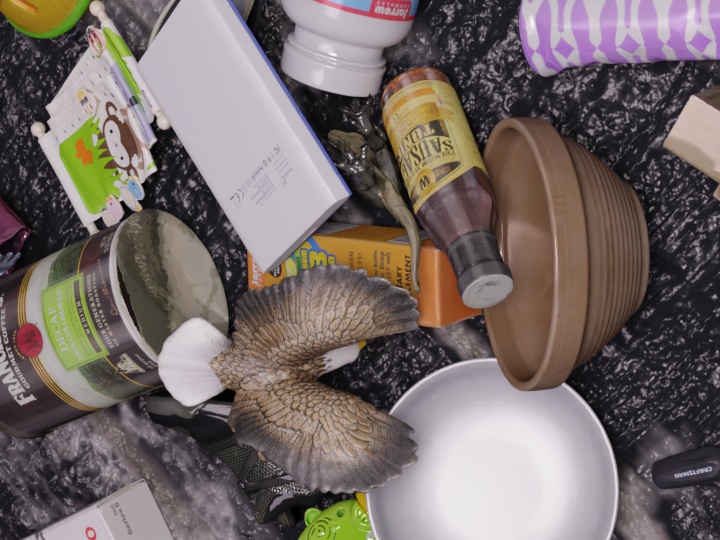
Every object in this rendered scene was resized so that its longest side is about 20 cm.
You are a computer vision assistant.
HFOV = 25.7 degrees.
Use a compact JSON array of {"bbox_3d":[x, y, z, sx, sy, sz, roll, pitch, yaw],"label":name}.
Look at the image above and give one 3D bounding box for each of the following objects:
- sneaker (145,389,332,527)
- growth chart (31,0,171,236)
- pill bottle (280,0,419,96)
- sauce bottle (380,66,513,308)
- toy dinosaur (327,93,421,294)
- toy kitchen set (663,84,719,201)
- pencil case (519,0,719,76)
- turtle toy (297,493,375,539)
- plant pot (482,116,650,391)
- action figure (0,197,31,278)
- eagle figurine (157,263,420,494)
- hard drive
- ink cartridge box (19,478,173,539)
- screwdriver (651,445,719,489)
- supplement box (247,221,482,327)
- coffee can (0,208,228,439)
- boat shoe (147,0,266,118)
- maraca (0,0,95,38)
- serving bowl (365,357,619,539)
[{"bbox_3d":[-0.103,0.162,1.376,0.197,0.076,0.116,9,99,20],"label":"sneaker"},{"bbox_3d":[-0.226,-0.121,1.383,0.145,0.018,0.200,55,138,11],"label":"growth chart"},{"bbox_3d":[0.000,-0.243,1.214,0.108,0.109,0.202,23,111,22],"label":"pill bottle"},{"bbox_3d":[0.068,-0.064,1.192,0.066,0.066,0.201,-42,48,28],"label":"sauce bottle"},{"bbox_3d":[0.010,-0.076,1.210,0.047,0.201,0.089,-25,130,2],"label":"toy dinosaur"},{"bbox_3d":[0.271,0.001,1.093,0.199,0.163,0.182,35,115,17],"label":"toy kitchen set"},{"bbox_3d":[0.210,-0.180,1.135,0.198,0.084,0.086,1,137,30],"label":"pencil case"},{"bbox_3d":[0.022,0.276,1.318,0.146,0.101,0.200,-42,79,2],"label":"turtle toy"},{"bbox_3d":[0.154,-0.014,1.169,0.092,0.201,0.203,-4,102,-12],"label":"plant pot"},{"bbox_3d":[-0.382,-0.072,1.480,0.201,0.133,0.149,60,163,18],"label":"action figure"},{"bbox_3d":[-0.046,0.077,1.229,0.152,0.151,0.199,49,160,-23],"label":"eagle figurine"},{"bbox_3d":[-0.095,-0.112,1.239,0.201,0.025,0.132,58,142,7],"label":"hard drive"},{"bbox_3d":[-0.261,0.305,1.485,0.199,0.084,0.147,-28,88,30],"label":"ink cartridge box"},{"bbox_3d":[0.310,0.138,1.178,0.198,0.028,0.029,-13,66,33],"label":"screwdriver"},{"bbox_3d":[0.000,0.000,1.276,0.198,0.068,0.067,7,105,39],"label":"supplement box"},{"bbox_3d":[-0.236,0.049,1.381,0.199,0.146,0.148,-22,90,29],"label":"coffee can"},{"bbox_3d":[-0.122,-0.199,1.301,0.074,0.066,0.200,25,111,-22],"label":"boat shoe"},{"bbox_3d":[-0.268,-0.300,1.345,0.136,0.107,0.202,12,102,32],"label":"maraca"},{"bbox_3d":[0.104,0.174,1.250,0.198,0.066,0.203,-1,80,4],"label":"serving bowl"}]
